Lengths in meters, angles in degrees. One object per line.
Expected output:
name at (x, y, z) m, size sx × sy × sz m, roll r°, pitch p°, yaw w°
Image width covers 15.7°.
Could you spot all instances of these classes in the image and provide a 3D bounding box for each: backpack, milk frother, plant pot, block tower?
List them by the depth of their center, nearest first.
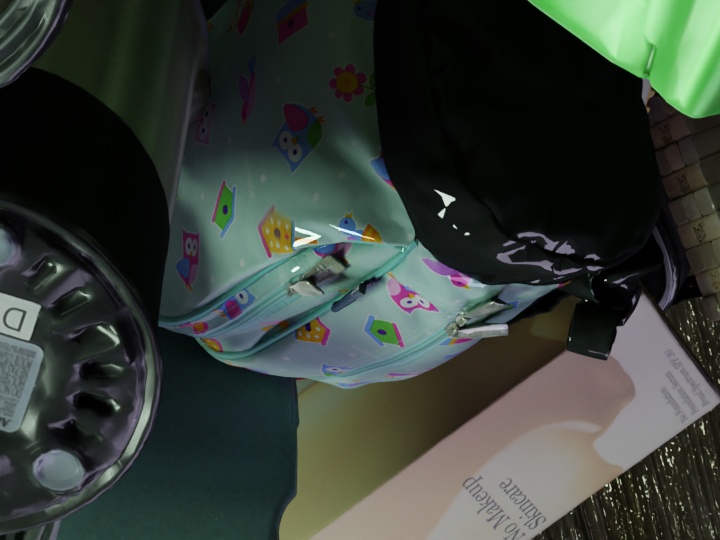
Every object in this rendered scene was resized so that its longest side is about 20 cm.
milk frother at (-0.109, -0.067, 0.754) m, size 0.200 × 0.180 × 0.189 m, roll -48°, pitch -159°, yaw 27°
backpack at (0.006, -0.040, 0.892) m, size 0.126 × 0.168 × 0.200 m, roll 20°, pitch 150°, yaw -27°
plant pot at (-0.129, 0.091, 0.970) m, size 0.195 × 0.202 × 0.200 m, roll 5°, pitch 175°, yaw -9°
block tower at (0.134, -0.086, 1.020) m, size 0.058 × 0.201 × 0.054 m, roll -20°, pitch 178°, yaw -12°

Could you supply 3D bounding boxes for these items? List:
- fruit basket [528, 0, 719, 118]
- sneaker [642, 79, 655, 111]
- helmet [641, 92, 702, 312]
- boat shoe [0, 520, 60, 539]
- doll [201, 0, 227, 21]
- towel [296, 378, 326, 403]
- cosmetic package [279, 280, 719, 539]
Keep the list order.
fruit basket at (0.145, -0.151, 0.701) m, size 0.215 × 0.155 × 0.216 m, roll -35°, pitch 147°, yaw -26°
sneaker at (0.052, -0.053, 1.022) m, size 0.090 × 0.075 × 0.201 m, roll -14°, pitch 137°, yaw -26°
helmet at (0.158, -0.092, 1.231) m, size 0.199 × 0.192 × 0.200 m, roll -1°, pitch -150°, yaw 0°
boat shoe at (-0.114, 0.038, 0.859) m, size 0.073 × 0.201 × 0.067 m, roll 9°, pitch 146°, yaw -17°
doll at (-0.078, -0.078, 0.964) m, size 0.199 × 0.049 × 0.137 m, roll -20°, pitch 140°, yaw -7°
towel at (0.000, 0.000, 1.119) m, size 0.143 × 0.023 × 0.201 m, roll -10°, pitch 136°, yaw -26°
cosmetic package at (0.047, 0.070, 1.146) m, size 0.200 × 0.071 × 0.105 m, roll -37°, pitch 138°, yaw 6°
